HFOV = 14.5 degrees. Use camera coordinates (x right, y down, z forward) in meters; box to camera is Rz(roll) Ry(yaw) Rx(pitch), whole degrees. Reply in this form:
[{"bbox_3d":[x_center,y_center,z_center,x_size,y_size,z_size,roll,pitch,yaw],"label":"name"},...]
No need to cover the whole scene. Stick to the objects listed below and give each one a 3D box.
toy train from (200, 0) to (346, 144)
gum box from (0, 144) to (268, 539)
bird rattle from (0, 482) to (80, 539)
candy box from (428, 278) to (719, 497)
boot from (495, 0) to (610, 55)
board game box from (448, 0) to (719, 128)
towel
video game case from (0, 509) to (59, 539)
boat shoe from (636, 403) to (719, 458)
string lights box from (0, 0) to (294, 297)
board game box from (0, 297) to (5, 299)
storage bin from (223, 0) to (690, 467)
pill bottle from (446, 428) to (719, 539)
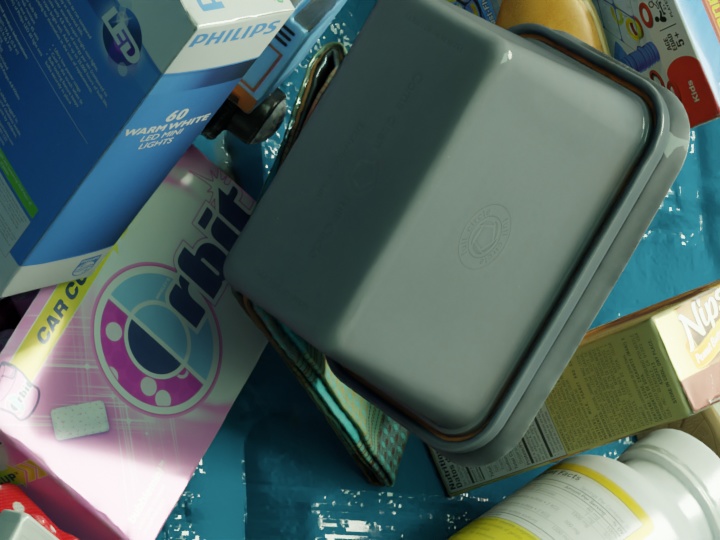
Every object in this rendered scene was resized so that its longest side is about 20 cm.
[{"bbox_3d":[-0.102,-0.147,1.328,0.200,0.114,0.087,41,34,1],"label":"toy train"},{"bbox_3d":[-0.114,0.030,1.353,0.113,0.066,0.201,43,56,-21],"label":"gum box"},{"bbox_3d":[-0.183,0.200,1.250,0.200,0.112,0.164,-44,125,-36],"label":"bird rattle"},{"bbox_3d":[0.132,0.054,1.443,0.115,0.200,0.056,-21,87,-38],"label":"candy box"},{"bbox_3d":[0.066,-0.040,1.421,0.144,0.070,0.203,-32,128,-49],"label":"boot"},{"bbox_3d":[0.106,-0.154,1.486,0.056,0.195,0.201,-24,91,-37],"label":"board game box"},{"bbox_3d":[0.000,0.000,1.413,0.200,0.022,0.147,57,46,-50],"label":"towel"},{"bbox_3d":[-0.149,0.223,1.195,0.143,0.018,0.201,47,59,-42],"label":"video game case"},{"bbox_3d":[0.219,0.137,1.529,0.064,0.072,0.201,6,41,-38],"label":"boat shoe"},{"bbox_3d":[-0.119,-0.088,1.230,0.059,0.200,0.103,-14,66,-42],"label":"string lights box"},{"bbox_3d":[-0.221,-0.069,1.316,0.157,0.039,0.201,26,57,-29],"label":"board game box"},{"bbox_3d":[0.029,-0.035,1.290,0.134,0.145,0.201,27,95,-52],"label":"storage bin"},{"bbox_3d":[0.103,0.163,1.433,0.199,0.112,0.113,-31,96,-30],"label":"pill bottle"}]
